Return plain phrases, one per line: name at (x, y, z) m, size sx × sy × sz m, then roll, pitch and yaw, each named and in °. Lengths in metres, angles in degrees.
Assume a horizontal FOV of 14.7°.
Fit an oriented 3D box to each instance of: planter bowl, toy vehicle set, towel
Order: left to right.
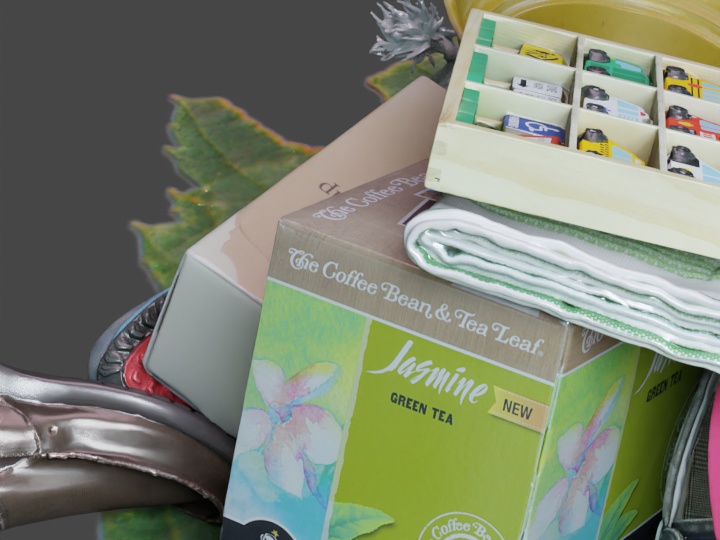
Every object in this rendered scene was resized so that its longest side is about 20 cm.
toy vehicle set at (0.094, -0.057, 1.106) m, size 0.124 × 0.027 × 0.200 m, roll 13°, pitch 18°, yaw 1°
planter bowl at (0.125, -0.079, 1.296) m, size 0.199 × 0.084 × 0.201 m, roll 10°, pitch 38°, yaw -8°
towel at (0.110, -0.019, 1.081) m, size 0.148 × 0.031 × 0.200 m, roll 20°, pitch 21°, yaw 11°

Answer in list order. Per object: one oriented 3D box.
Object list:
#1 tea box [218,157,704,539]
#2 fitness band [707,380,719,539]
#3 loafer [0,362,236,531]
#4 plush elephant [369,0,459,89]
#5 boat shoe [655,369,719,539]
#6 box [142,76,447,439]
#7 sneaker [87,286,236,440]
tea box at (0.050, 0.066, 1.149) m, size 0.133 × 0.198 × 0.200 m, roll 19°, pitch 22°, yaw 24°
fitness band at (0.185, 0.120, 1.077) m, size 0.037 × 0.201 × 0.144 m, roll -10°, pitch 21°, yaw 40°
loafer at (-0.145, 0.083, 1.225) m, size 0.199 × 0.071 × 0.073 m, roll 15°, pitch -17°, yaw -12°
plush elephant at (0.063, -0.039, 1.549) m, size 0.200 × 0.155 × 0.164 m, roll 37°, pitch -33°, yaw -19°
boat shoe at (0.142, 0.117, 1.111) m, size 0.072 × 0.071 × 0.201 m, roll -6°, pitch 54°, yaw 17°
box at (0.000, 0.000, 1.283) m, size 0.095 × 0.078 × 0.200 m, roll 35°, pitch 41°, yaw 13°
sneaker at (-0.076, 0.043, 1.361) m, size 0.095 × 0.080 × 0.200 m, roll -16°, pitch 1°, yaw 34°
